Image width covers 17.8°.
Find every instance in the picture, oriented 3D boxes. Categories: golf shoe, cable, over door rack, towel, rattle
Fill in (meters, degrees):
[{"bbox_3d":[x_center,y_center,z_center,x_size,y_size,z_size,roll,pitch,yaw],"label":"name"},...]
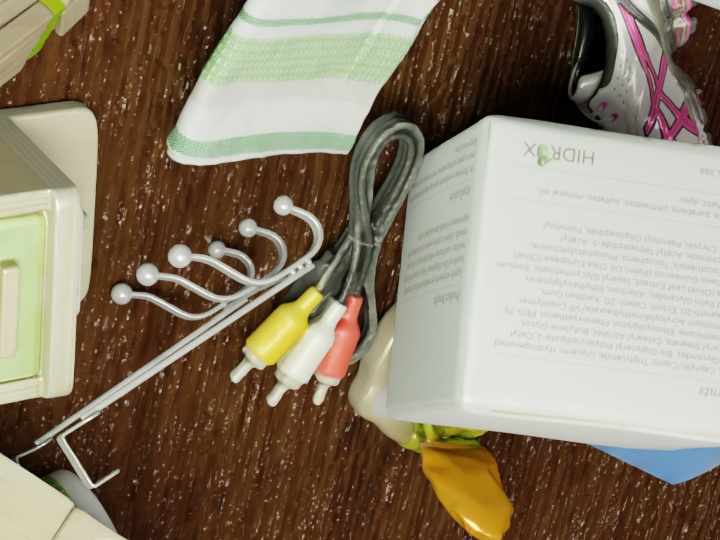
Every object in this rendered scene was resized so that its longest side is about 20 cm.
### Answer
[{"bbox_3d":[0.172,-0.115,1.485,0.092,0.073,0.200,-21,117,-18],"label":"golf shoe"},{"bbox_3d":[0.000,0.000,1.429,0.097,0.050,0.200,16,117,-39],"label":"cable"},{"bbox_3d":[-0.121,0.040,1.308,0.067,0.148,0.200,46,70,-6],"label":"over door rack"},{"bbox_3d":[-0.013,-0.138,1.300,0.149,0.031,0.200,-11,145,-46],"label":"towel"},{"bbox_3d":[0.094,0.049,1.483,0.130,0.143,0.200,41,96,-24],"label":"rattle"}]

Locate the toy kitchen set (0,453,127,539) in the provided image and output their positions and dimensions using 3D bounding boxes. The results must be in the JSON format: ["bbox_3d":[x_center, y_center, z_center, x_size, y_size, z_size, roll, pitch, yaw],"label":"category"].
[{"bbox_3d":[-0.199,0.210,1.223,0.180,0.163,0.200,34,70,-3],"label":"toy kitchen set"}]

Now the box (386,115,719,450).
[{"bbox_3d":[0.135,0.015,1.376,0.200,0.199,0.171,8,83,-11],"label":"box"}]

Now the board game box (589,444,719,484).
[{"bbox_3d":[0.223,0.064,1.644,0.200,0.039,0.158,26,104,-36],"label":"board game box"}]

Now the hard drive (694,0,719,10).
[{"bbox_3d":[0.178,-0.241,1.400,0.200,0.026,0.132,13,75,-39],"label":"hard drive"}]

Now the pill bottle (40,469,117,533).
[{"bbox_3d":[-0.237,0.209,1.360,0.200,0.111,0.111,-27,128,-19],"label":"pill bottle"}]

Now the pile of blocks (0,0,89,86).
[{"bbox_3d":[-0.161,-0.177,1.234,0.062,0.082,0.200,44,74,1],"label":"pile of blocks"}]

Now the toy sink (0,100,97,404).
[{"bbox_3d":[-0.217,-0.002,1.250,0.200,0.112,0.130,-10,121,-30],"label":"toy sink"}]
